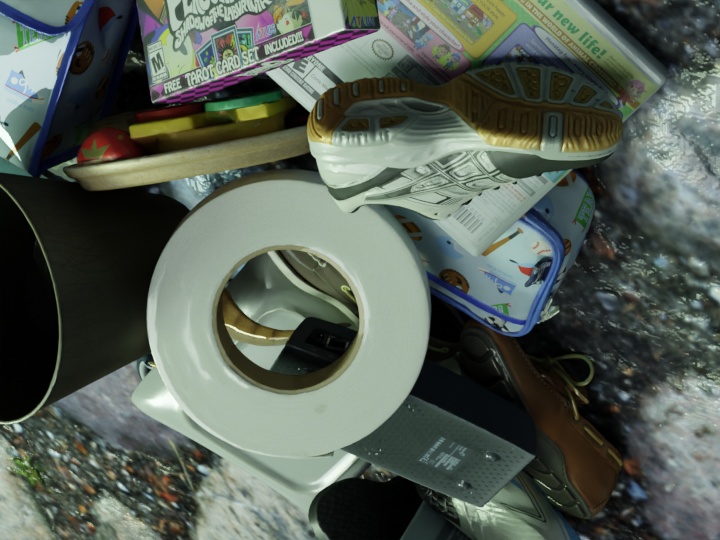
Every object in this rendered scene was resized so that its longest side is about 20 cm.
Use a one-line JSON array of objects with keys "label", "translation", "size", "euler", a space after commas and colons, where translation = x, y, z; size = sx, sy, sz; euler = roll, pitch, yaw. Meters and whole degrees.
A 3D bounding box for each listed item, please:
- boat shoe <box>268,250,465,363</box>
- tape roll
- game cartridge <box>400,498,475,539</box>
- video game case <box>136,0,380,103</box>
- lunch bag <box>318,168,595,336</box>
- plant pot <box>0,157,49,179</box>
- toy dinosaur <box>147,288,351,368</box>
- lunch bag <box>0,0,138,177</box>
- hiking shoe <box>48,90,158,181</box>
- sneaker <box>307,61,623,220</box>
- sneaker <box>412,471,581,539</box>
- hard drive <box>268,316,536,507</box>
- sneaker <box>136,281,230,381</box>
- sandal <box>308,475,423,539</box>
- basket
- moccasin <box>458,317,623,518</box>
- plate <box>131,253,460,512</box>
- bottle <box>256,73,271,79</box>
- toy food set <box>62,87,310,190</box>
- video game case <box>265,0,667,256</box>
[{"label": "boat shoe", "translation": [0.000, 0.000, 1.586], "size": [0.200, 0.072, 0.059], "euler": [45, 135, -18]}, {"label": "tape roll", "translation": [-0.049, 0.031, 1.460], "size": [0.201, 0.037, 0.204], "euler": [1, 106, 3]}, {"label": "game cartridge", "translation": [0.093, 0.240, 1.681], "size": [0.133, 0.200, 0.042], "euler": [34, 122, 3]}, {"label": "video game case", "translation": [-0.077, -0.216, 1.334], "size": [0.199, 0.036, 0.183], "euler": [-13, 84, 47]}, {"label": "lunch bag", "translation": [0.065, -0.039, 1.484], "size": [0.199, 0.076, 0.161], "euler": [31, 147, 7]}, {"label": "plant pot", "translation": [-0.299, 0.001, 1.716], "size": [0.199, 0.135, 0.200], "euler": [25, 165, 7]}, {"label": "toy dinosaur", "translation": [-0.113, 0.032, 1.597], "size": [0.200, 0.060, 0.107], "euler": [37, 110, 29]}, {"label": "lunch bag", "translation": [-0.252, -0.195, 1.506], "size": [0.169, 0.124, 0.201], "euler": [28, 116, 11]}, {"label": "hiking shoe", "translation": [-0.245, -0.128, 1.624], "size": [0.199, 0.076, 0.101], "euler": [1, 137, 39]}, {"label": "sneaker", "translation": [0.069, -0.077, 1.332], "size": [0.198, 0.076, 0.088], "euler": [1, 134, 12]}, {"label": "sneaker", "translation": [0.105, 0.179, 1.683], "size": [0.200, 0.072, 0.072], "euler": [48, 117, 28]}, {"label": "hard drive", "translation": [0.026, 0.104, 1.558], "size": [0.199, 0.043, 0.135], "euler": [24, 151, -5]}, {"label": "sneaker", "translation": [-0.101, 0.057, 1.697], "size": [0.199, 0.109, 0.070], "euler": [-11, 126, 46]}, {"label": "sandal", "translation": [0.012, 0.205, 1.719], "size": [0.045, 0.200, 0.076], "euler": [-23, 81, 28]}, {"label": "basket", "translation": [-0.205, 0.009, 1.503], "size": [0.135, 0.200, 0.182], "euler": [-25, 81, 32]}, {"label": "moccasin", "translation": [0.142, 0.102, 1.595], "size": [0.202, 0.078, 0.073], "euler": [50, 157, -27]}, {"label": "plate", "translation": [-0.051, 0.098, 1.671], "size": [0.199, 0.032, 0.200], "euler": [34, 118, -18]}, {"label": "bottle", "translation": [-0.039, -0.167, 1.418], "size": [0.199, 0.066, 0.084], "euler": [10, 144, 26]}, {"label": "toy food set", "translation": [-0.111, -0.095, 1.467], "size": [0.196, 0.200, 0.049], "euler": [-9, 96, 12]}, {"label": "video game case", "translation": [0.064, -0.131, 1.347], "size": [0.200, 0.022, 0.182], "euler": [41, 116, -12]}]
